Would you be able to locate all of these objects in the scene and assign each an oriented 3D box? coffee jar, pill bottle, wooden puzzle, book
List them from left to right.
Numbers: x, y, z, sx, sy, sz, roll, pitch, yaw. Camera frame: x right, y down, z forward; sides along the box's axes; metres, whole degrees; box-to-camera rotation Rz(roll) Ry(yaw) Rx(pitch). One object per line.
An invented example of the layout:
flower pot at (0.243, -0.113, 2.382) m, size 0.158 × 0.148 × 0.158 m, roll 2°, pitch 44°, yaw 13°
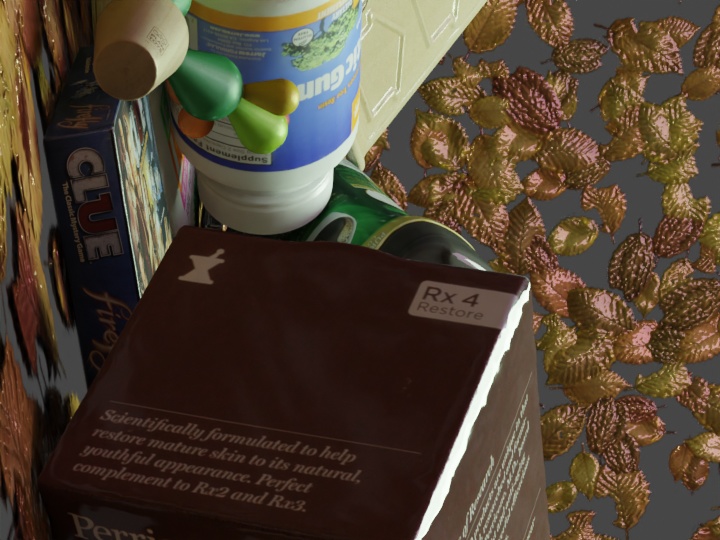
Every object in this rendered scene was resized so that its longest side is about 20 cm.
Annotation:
book at (-0.128, -0.092, 1.451) m, size 0.200 × 0.048 × 0.134 m, roll 82°, pitch 6°, yaw -58°
pill bottle at (-0.055, -0.117, 1.363) m, size 0.200 × 0.112 × 0.112 m, roll 91°, pitch -6°, yaw -49°
coffee jar at (0.000, 0.000, 1.448) m, size 0.085 × 0.104 × 0.200 m, roll 30°, pitch 4°, yaw -35°
wooden puzzle at (0.010, -0.194, 1.532) m, size 0.200 × 0.046 × 0.185 m, roll -57°, pitch 146°, yaw -30°

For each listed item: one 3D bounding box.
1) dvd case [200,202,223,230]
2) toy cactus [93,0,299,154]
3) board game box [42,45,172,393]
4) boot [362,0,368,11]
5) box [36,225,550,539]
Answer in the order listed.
dvd case at (-0.100, -0.038, 1.614) m, size 0.200 × 0.016 × 0.149 m, roll 101°, pitch -7°, yaw -58°
toy cactus at (-0.093, -0.129, 1.183) m, size 0.165 × 0.102 × 0.200 m, roll -80°, pitch 148°, yaw -64°
board game box at (-0.124, -0.030, 1.207) m, size 0.200 × 0.035 × 0.136 m, roll -95°, pitch 177°, yaw -72°
boot at (-0.023, -0.263, 1.367) m, size 0.146 × 0.070 × 0.200 m, roll 114°, pitch -38°, yaw -67°
box at (-0.019, 0.115, 1.038) m, size 0.164 × 0.166 × 0.200 m, roll -64°, pitch 154°, yaw -42°
